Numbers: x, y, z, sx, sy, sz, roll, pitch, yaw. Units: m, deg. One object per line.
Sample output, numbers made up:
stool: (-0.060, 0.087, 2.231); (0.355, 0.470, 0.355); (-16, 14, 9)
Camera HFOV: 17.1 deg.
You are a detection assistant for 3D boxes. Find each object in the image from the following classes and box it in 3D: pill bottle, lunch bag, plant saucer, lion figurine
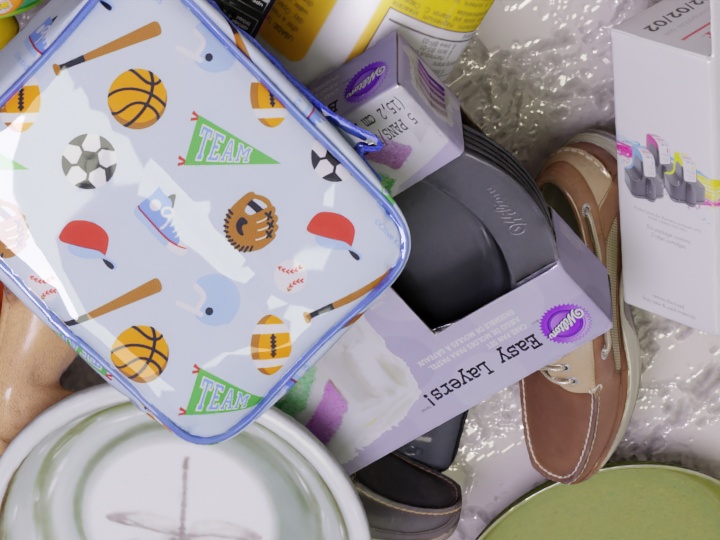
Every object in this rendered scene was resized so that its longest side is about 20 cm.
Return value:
pill bottle: (0.004, -0.137, 1.169); (0.112, 0.113, 0.201); (23, 113, -19)
lunch bag: (-0.079, -0.032, 1.053); (0.160, 0.076, 0.200); (-46, 109, -2)
plant saucer: (-0.091, 0.131, 1.211); (0.199, 0.050, 0.201); (2, 119, 4)
plant saucer: (0.143, 0.183, 1.403); (0.199, 0.031, 0.201); (-5, 125, -8)
lion figurine: (-0.162, 0.027, 1.226); (0.122, 0.072, 0.201); (9, 81, -40)

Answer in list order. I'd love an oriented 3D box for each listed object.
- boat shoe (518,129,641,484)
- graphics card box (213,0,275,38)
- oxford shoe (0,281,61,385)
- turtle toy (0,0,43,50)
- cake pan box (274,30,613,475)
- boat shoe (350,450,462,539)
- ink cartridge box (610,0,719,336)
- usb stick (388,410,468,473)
boat shoe: (0.106, 0.025, 1.284); (0.075, 0.072, 0.201); (16, 117, 34)
graphics card box: (-0.087, -0.121, 1.133); (0.051, 0.125, 0.201); (26, 96, -20)
oxford shoe: (-0.220, 0.036, 1.270); (0.072, 0.071, 0.201); (-7, 126, 28)
turtle toy: (-0.157, -0.195, 1.104); (0.200, 0.101, 0.146); (-43, 108, -19)
cake pan box: (0.000, 0.000, 1.168); (0.199, 0.052, 0.184); (-29, 125, 21)
boat shoe: (-0.031, 0.093, 1.290); (0.199, 0.075, 0.074); (19, 113, -14)
ink cartridge box: (0.190, -0.083, 1.223); (0.115, 0.068, 0.201); (-30, 127, -36)
usb stick: (0.042, 0.033, 1.295); (0.055, 0.033, 0.201); (5, 129, -9)
